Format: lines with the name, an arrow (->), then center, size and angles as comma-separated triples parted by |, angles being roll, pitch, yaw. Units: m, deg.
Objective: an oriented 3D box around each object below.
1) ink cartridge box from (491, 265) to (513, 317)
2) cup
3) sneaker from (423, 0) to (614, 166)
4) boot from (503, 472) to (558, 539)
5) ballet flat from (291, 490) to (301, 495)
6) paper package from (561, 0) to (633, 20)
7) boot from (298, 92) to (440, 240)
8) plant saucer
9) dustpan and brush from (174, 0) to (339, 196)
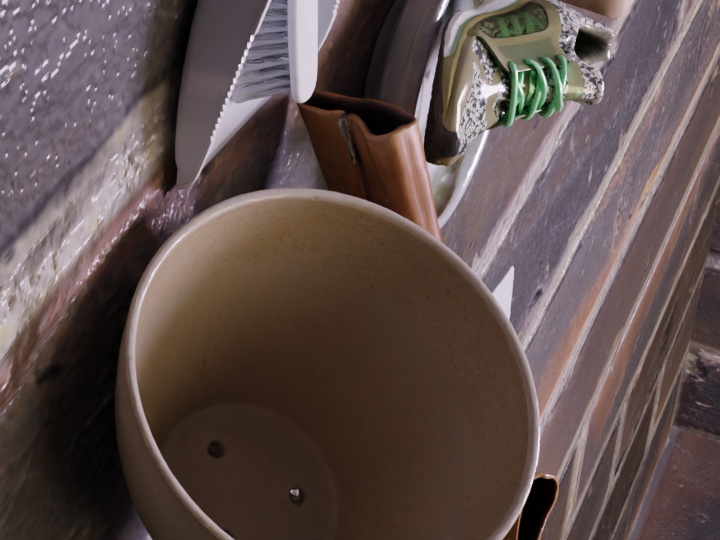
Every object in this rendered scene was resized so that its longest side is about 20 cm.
ink cartridge box -> 0.058, 0.095, 1.255 | 0.117, 0.067, 0.201 | -49, 153, -54
cup -> -0.035, 0.083, 0.787 | 0.201, 0.200, 0.143 | -59, -175, -39
sneaker -> 0.098, -0.118, 0.969 | 0.200, 0.088, 0.077 | -52, 154, -49
boot -> 0.039, 0.215, 1.076 | 0.068, 0.199, 0.190 | 32, 73, -37
ballet flat -> -0.057, 0.155, 0.928 | 0.072, 0.071, 0.202 | 15, 80, -73
paper package -> 0.185, -0.319, 1.204 | 0.191, 0.103, 0.201 | -57, 158, -44
boot -> 0.000, 0.000, 0.908 | 0.068, 0.188, 0.201 | -29, 112, -16
plant saucer -> 0.044, -0.121, 1.030 | 0.200, 0.050, 0.202 | 16, 90, -74
dustpan and brush -> -0.032, -0.141, 0.749 | 0.140, 0.057, 0.201 | -53, 154, -48
